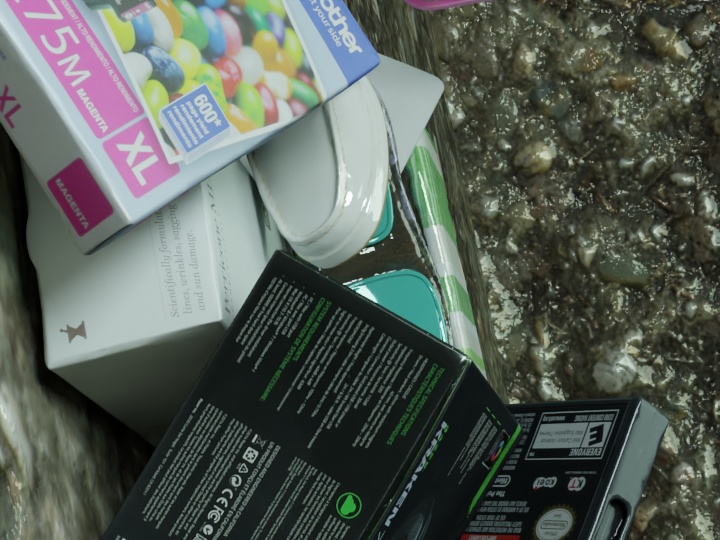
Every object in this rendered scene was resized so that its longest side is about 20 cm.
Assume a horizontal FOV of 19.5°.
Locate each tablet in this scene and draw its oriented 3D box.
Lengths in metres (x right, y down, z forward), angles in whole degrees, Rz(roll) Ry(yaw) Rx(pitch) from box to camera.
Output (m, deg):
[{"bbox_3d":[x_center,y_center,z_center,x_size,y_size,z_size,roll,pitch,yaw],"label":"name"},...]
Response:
[{"bbox_3d":[-0.032,-0.087,1.163,0.200,0.130,0.014,-63,171,-58],"label":"tablet"}]

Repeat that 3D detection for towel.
[{"bbox_3d":[0.050,0.006,1.268,0.153,0.023,0.201,46,32,-82],"label":"towel"}]

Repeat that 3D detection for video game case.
[{"bbox_3d":[0.040,0.146,0.961,0.025,0.200,0.181,35,67,-27],"label":"video game case"}]

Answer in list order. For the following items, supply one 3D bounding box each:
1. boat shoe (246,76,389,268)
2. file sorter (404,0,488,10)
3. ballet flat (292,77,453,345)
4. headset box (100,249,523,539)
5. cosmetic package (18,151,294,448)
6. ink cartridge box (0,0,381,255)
[{"bbox_3d":[-0.043,-0.094,0.959,0.069,0.071,0.200,21,45,-47],"label":"boat shoe"},{"bbox_3d":[0.060,-0.242,1.079,0.200,0.139,0.126,65,17,-60],"label":"file sorter"},{"bbox_3d":[0.000,0.000,1.024,0.072,0.072,0.201,6,72,-82],"label":"ballet flat"},{"bbox_3d":[-0.021,0.105,0.878,0.174,0.093,0.200,-58,165,-6],"label":"headset box"},{"bbox_3d":[-0.080,0.009,0.939,0.200,0.081,0.113,58,20,-71],"label":"cosmetic package"},{"bbox_3d":[-0.070,-0.102,0.848,0.200,0.042,0.119,-37,96,-47],"label":"ink cartridge box"}]
